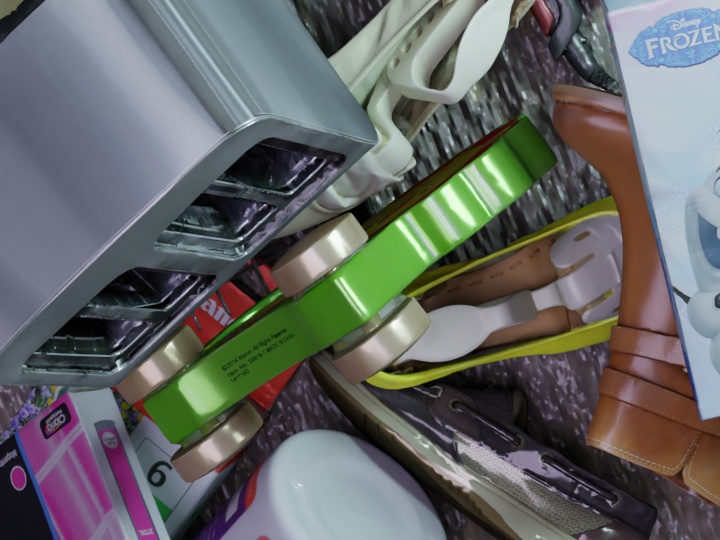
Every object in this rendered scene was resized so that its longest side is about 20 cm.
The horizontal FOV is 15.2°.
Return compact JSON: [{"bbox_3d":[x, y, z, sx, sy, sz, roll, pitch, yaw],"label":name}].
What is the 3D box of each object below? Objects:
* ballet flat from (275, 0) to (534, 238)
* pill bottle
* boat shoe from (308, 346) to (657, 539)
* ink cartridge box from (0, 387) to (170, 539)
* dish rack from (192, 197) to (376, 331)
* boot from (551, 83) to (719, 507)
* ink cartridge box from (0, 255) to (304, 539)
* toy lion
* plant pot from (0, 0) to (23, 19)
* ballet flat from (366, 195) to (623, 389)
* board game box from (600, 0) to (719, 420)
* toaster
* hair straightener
[{"bbox_3d":[0.015,-0.084,1.293,0.069,0.069,0.200,39,92,6],"label":"ballet flat"},{"bbox_3d":[-0.052,0.183,1.404,0.111,0.111,0.200,44,124,4],"label":"pill bottle"},{"bbox_3d":[0.064,0.090,1.384,0.201,0.072,0.066,37,81,20],"label":"boat shoe"},{"bbox_3d":[-0.130,0.168,1.377,0.095,0.037,0.201,-37,70,37],"label":"ink cartridge box"},{"bbox_3d":[-0.100,-0.026,1.352,0.199,0.055,0.154,-27,127,-5],"label":"dish rack"},{"bbox_3d":[0.142,0.013,1.280,0.199,0.074,0.155,31,88,-24],"label":"boot"},{"bbox_3d":[-0.114,0.074,1.439,0.109,0.050,0.200,39,111,7],"label":"ink cartridge box"},{"bbox_3d":[0.000,0.000,1.292,0.200,0.192,0.069,-33,96,40],"label":"toy lion"},{"bbox_3d":[-0.123,-0.183,1.327,0.201,0.200,0.184,48,122,2],"label":"plant pot"},{"bbox_3d":[0.087,0.013,1.333,0.199,0.067,0.067,-20,92,5],"label":"ballet flat"},{"bbox_3d":[0.225,-0.051,1.206,0.199,0.043,0.200,-13,110,5],"label":"board game box"},{"bbox_3d":[-0.108,-0.050,1.182,0.181,0.200,0.119,-43,74,13],"label":"toaster"},{"bbox_3d":[0.093,-0.178,1.327,0.077,0.041,0.201,-28,93,21],"label":"hair straightener"}]
